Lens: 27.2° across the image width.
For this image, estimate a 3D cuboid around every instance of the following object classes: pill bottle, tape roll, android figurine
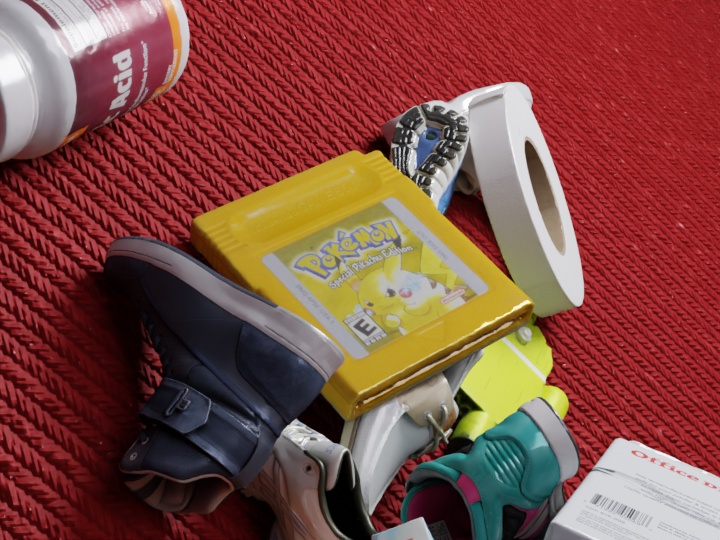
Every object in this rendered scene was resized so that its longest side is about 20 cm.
[{"bbox_3d":[-0.216,-0.145,1.025,0.114,0.114,0.200,49,37,1],"label":"pill bottle"},{"bbox_3d":[0.144,-0.061,1.287,0.203,0.037,0.205,-18,90,-73],"label":"tape roll"},{"bbox_3d":[0.096,0.069,1.218,0.182,0.041,0.200,45,39,-5],"label":"android figurine"}]

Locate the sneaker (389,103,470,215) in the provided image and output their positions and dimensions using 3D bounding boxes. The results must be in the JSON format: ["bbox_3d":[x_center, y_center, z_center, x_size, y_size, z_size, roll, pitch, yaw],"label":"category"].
[{"bbox_3d":[0.035,-0.038,1.211,0.078,0.089,0.201,22,57,17],"label":"sneaker"}]

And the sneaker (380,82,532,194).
[{"bbox_3d":[0.099,-0.116,1.369,0.199,0.075,0.089,-23,88,-46],"label":"sneaker"}]

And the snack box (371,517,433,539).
[{"bbox_3d":[0.054,0.240,0.932,0.200,0.037,0.117,68,3,-63],"label":"snack box"}]

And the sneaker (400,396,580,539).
[{"bbox_3d":[0.088,0.173,1.061,0.120,0.201,0.084,-29,63,-13],"label":"sneaker"}]

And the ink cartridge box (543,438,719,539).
[{"bbox_3d":[0.212,0.206,1.044,0.146,0.084,0.200,23,19,18],"label":"ink cartridge box"}]

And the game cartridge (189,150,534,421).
[{"bbox_3d":[0.000,0.000,1.090,0.175,0.033,0.200,-26,58,-31],"label":"game cartridge"}]

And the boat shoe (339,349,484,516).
[{"bbox_3d":[0.037,0.096,1.073,0.068,0.075,0.201,16,53,12],"label":"boat shoe"}]

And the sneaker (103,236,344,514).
[{"bbox_3d":[-0.127,0.068,0.961,0.201,0.147,0.077,26,-14,36],"label":"sneaker"}]

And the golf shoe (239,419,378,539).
[{"bbox_3d":[-0.040,0.125,0.985,0.078,0.097,0.201,-14,67,-48],"label":"golf shoe"}]
